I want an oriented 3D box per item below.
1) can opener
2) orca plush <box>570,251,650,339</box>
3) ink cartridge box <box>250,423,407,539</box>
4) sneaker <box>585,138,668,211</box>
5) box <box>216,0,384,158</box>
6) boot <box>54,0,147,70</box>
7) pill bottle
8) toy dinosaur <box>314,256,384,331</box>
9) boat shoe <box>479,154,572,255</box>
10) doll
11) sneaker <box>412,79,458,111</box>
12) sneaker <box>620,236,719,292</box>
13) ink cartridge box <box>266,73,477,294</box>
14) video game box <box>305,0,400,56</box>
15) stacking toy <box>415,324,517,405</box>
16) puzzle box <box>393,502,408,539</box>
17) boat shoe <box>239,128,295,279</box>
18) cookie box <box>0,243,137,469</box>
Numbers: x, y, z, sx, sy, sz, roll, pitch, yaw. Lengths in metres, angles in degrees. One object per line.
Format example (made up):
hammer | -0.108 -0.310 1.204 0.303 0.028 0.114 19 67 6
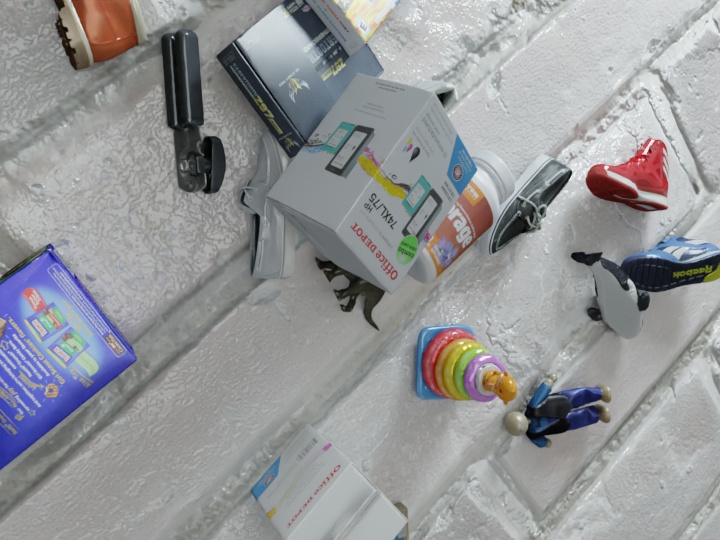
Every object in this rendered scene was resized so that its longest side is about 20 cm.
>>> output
can opener | -0.215 -0.202 0.880 0.066 0.052 0.205 -11 101 -55
orca plush | 0.436 0.029 1.191 0.199 0.072 0.105 40 124 -18
ink cartridge box | -0.043 0.322 0.914 0.129 0.199 0.126 -46 110 -12
sneaker | 0.466 -0.180 1.175 0.197 0.078 0.118 15 80 -37
box | -0.072 -0.273 0.894 0.159 0.051 0.201 53 54 -20
boot | -0.324 -0.354 0.800 0.106 0.075 0.204 -24 112 -23
pill bottle | 0.134 -0.085 1.003 0.199 0.112 0.113 -42 109 -15
toy dinosaur | 0.000 0.000 0.972 0.101 0.077 0.203 -31 103 -7
boat shoe | 0.266 -0.096 1.076 0.200 0.068 0.074 -47 147 -19
doll | 0.334 0.241 1.158 0.196 0.048 0.140 -10 108 -17
sneaker | 0.060 -0.213 0.977 0.200 0.080 0.071 -43 111 -13
sneaker | 0.560 -0.015 1.229 0.195 0.083 0.075 -4 125 -6
ink cartridge box | 0.016 -0.109 0.843 0.202 0.145 0.147 -54 137 -9
video game box | -0.016 -0.425 0.910 0.182 0.046 0.202 44 58 -19
stacking toy | 0.170 0.152 0.993 0.107 0.199 0.119 0 94 -23
puzzle box | 0.016 0.475 1.051 0.130 0.025 0.205 -6 98 -23
boat shoe | -0.130 -0.088 0.915 0.067 0.072 0.205 -6 106 -23
cookie box | -0.399 0.098 0.802 0.199 0.075 0.173 -39 109 -16
